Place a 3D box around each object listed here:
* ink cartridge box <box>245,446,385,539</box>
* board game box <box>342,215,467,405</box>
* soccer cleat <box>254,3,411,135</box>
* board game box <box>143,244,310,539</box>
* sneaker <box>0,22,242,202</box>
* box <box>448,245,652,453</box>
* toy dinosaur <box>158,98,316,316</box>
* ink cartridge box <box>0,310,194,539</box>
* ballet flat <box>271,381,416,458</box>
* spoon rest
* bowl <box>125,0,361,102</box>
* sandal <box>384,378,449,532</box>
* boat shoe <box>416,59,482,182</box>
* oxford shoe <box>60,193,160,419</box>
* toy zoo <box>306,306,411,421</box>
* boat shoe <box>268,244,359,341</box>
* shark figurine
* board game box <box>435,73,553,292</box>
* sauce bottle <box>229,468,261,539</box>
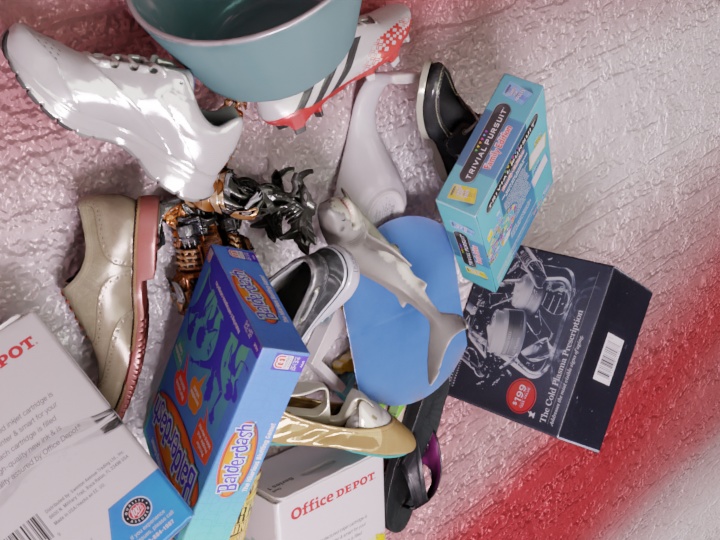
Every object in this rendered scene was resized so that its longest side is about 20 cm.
[{"bbox_3d":[-0.050,0.289,0.977,0.144,0.083,0.203,-17,112,-40],"label":"ink cartridge box"},{"bbox_3d":[0.038,0.042,1.001,0.157,0.039,0.203,-21,109,-34],"label":"board game box"},{"bbox_3d":[-0.026,-0.211,0.881,0.200,0.068,0.086,-42,128,-23],"label":"soccer cleat"},{"bbox_3d":[-0.118,0.104,0.771,0.045,0.152,0.202,10,115,-30],"label":"board game box"},{"bbox_3d":[-0.179,-0.136,0.721,0.199,0.075,0.087,30,106,-35],"label":"sneaker"},{"bbox_3d":[0.216,0.085,1.110,0.104,0.181,0.202,24,84,-44],"label":"box"},{"bbox_3d":[-0.114,-0.058,0.825,0.134,0.102,0.202,6,119,-27],"label":"toy dinosaur"},{"bbox_3d":[-0.244,0.156,0.687,0.146,0.084,0.201,-37,84,-31],"label":"ink cartridge box"},{"bbox_3d":[-0.026,0.147,0.935,0.198,0.069,0.064,8,107,-24],"label":"ballet flat"},{"bbox_3d":[0.015,-0.111,0.963,0.099,0.060,0.202,-12,123,-40],"label":"spoon rest"},{"bbox_3d":[-0.079,-0.216,0.761,0.201,0.199,0.105,-51,149,-21],"label":"bowl"},{"bbox_3d":[0.069,0.218,1.083,0.075,0.048,0.203,-3,110,-54],"label":"sandal"},{"bbox_3d":[0.102,-0.154,0.970,0.200,0.067,0.073,52,49,-62],"label":"boat shoe"},{"bbox_3d":[-0.213,0.031,0.782,0.074,0.070,0.203,6,103,-13],"label":"oxford shoe"},{"bbox_3d":[0.012,0.083,1.026,0.132,0.020,0.200,-55,132,-18],"label":"toy zoo"},{"bbox_3d":[-0.084,0.047,0.842,0.070,0.072,0.200,2,135,-50],"label":"boat shoe"},{"bbox_3d":[0.008,0.007,0.908,0.089,0.128,0.215,-41,117,4],"label":"shark figurine"},{"bbox_3d":[0.146,-0.085,0.982,0.152,0.047,0.200,-61,157,-14],"label":"board game box"},{"bbox_3d":[-0.126,0.195,0.863,0.064,0.065,0.202,-8,122,-42],"label":"sauce bottle"}]
